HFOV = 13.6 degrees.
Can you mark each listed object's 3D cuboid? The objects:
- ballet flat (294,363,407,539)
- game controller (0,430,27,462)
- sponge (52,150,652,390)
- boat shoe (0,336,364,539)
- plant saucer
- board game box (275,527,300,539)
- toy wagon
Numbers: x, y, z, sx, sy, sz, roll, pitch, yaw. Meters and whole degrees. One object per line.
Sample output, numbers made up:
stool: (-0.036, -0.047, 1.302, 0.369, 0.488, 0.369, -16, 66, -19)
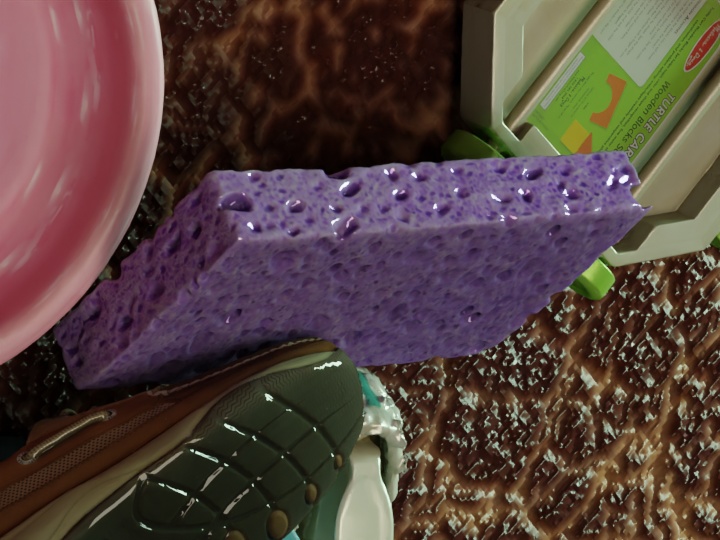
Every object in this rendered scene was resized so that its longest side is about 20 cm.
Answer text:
ballet flat: (-0.020, 0.134, 1.158, 0.071, 0.072, 0.201, -1, 107, -33)
game controller: (-0.153, 0.159, 1.101, 0.104, 0.042, 0.201, -17, 115, -44)
sponge: (0.000, 0.000, 1.091, 0.199, 0.030, 0.112, -5, 153, -41)
boat shoe: (-0.090, 0.076, 1.049, 0.200, 0.074, 0.076, -30, 136, -28)
plant saucer: (-0.163, -0.057, 1.009, 0.200, 0.051, 0.202, -12, 112, -31)
board game box: (-0.073, 0.201, 1.069, 0.200, 0.047, 0.151, -33, 93, -24)
toy wagon: (0.120, -0.064, 1.202, 0.155, 0.040, 0.200, -51, 126, -9)
